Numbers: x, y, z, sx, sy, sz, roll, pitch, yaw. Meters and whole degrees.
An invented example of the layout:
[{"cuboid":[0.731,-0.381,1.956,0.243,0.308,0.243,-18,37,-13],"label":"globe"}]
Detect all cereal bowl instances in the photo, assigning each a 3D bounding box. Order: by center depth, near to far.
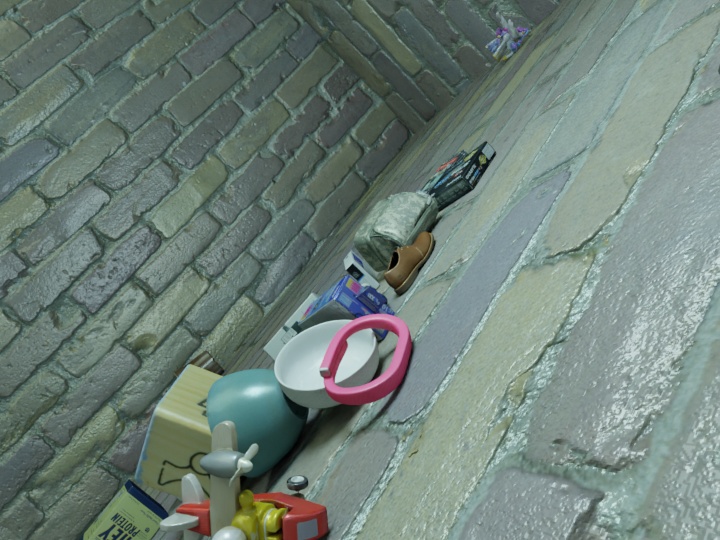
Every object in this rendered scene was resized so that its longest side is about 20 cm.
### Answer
[{"cuboid":[-0.056,0.183,1.012,0.197,0.084,0.201,-12,27,6],"label":"cereal bowl"}]

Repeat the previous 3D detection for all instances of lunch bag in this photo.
[{"cuboid":[0.103,-0.109,1.439,0.166,0.140,0.201,-8,38,49],"label":"lunch bag"}]

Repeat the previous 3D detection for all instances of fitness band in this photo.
[{"cuboid":[0.011,0.143,0.918,0.141,0.038,0.201,-6,30,20],"label":"fitness band"}]

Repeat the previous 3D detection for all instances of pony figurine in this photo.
[{"cuboid":[0.703,-1.121,2.624,0.200,0.192,0.168,-42,44,25],"label":"pony figurine"}]

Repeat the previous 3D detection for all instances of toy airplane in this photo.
[{"cuboid":[-0.167,0.328,0.703,0.199,0.200,0.141,-47,-3,4],"label":"toy airplane"}]

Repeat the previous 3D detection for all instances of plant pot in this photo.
[{"cuboid":[-0.179,0.271,1.051,0.134,0.202,0.200,-29,14,14],"label":"plant pot"},{"cuboid":[-0.842,0.544,2.888,0.198,0.201,0.200,-41,8,-17],"label":"plant pot"}]

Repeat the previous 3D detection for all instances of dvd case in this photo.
[{"cuboid":[0.263,-0.312,1.828,0.201,0.022,0.146,-50,10,-14],"label":"dvd case"}]

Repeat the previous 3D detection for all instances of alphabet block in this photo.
[{"cuboid":[-0.333,0.354,1.172,0.197,0.197,0.198,-77,10,-69],"label":"alphabet block"}]

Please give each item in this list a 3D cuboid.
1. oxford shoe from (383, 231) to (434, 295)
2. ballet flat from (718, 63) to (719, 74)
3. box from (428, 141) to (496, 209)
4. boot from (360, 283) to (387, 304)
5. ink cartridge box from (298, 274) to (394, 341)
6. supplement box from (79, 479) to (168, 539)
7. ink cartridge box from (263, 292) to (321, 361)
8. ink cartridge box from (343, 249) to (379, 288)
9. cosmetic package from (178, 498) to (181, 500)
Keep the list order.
[{"cuboid":[0.114,-0.036,1.273,0.071,0.071,0.201,-39,12,48],"label":"oxford shoe"},{"cuboid":[0.471,-0.253,0.654,0.200,0.046,0.068,-51,-22,-49],"label":"ballet flat"},{"cuboid":[0.266,-0.249,1.499,0.160,0.046,0.200,-54,12,-29],"label":"box"},{"cuboid":[0.024,0.074,1.268,0.074,0.089,0.200,-71,-18,3],"label":"boot"},{"cuboid":[-0.023,0.098,1.151,0.200,0.136,0.077,-35,20,51],"label":"ink cartridge box"},{"cuboid":[-0.669,0.725,1.538,0.201,0.134,0.200,-53,11,-27],"label":"supplement box"},{"cuboid":[-0.152,0.167,1.484,0.200,0.083,0.147,-48,-12,2],"label":"ink cartridge box"},{"cuboid":[0.000,0.000,1.540,0.039,0.099,0.200,-47,9,7],"label":"ink cartridge box"},{"cuboid":[-0.480,0.550,1.579,0.101,0.071,0.200,-45,10,13],"label":"cosmetic package"}]
